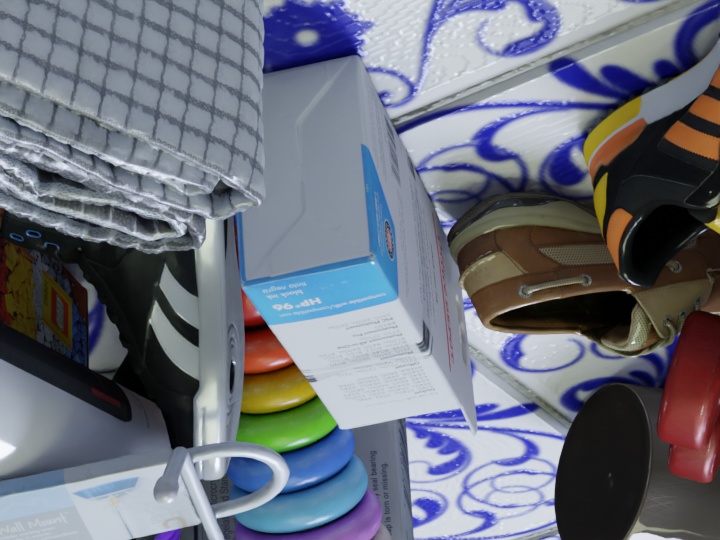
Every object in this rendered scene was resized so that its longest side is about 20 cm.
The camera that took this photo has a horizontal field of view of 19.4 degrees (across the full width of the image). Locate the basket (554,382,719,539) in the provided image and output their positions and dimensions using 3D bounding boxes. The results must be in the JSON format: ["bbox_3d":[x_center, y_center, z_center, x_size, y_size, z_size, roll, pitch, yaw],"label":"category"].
[{"bbox_3d":[0.233,0.145,1.308,0.199,0.136,0.180,14,141,-22],"label":"basket"}]

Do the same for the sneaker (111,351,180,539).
[{"bbox_3d":[-0.129,0.117,1.139,0.069,0.201,0.100,8,152,13],"label":"sneaker"}]

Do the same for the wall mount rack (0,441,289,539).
[{"bbox_3d":[-0.131,0.123,0.968,0.199,0.075,0.174,-12,146,1],"label":"wall mount rack"}]

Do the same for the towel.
[{"bbox_3d":[-0.131,-0.110,0.791,0.200,0.166,0.085,21,147,-36],"label":"towel"}]

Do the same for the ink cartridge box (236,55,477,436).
[{"bbox_3d":[0.000,0.000,1.038,0.068,0.116,0.200,-12,148,12],"label":"ink cartridge box"}]

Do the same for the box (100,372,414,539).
[{"bbox_3d":[-0.069,0.156,1.228,0.199,0.185,0.105,-6,151,4],"label":"box"}]

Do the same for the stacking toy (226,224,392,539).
[{"bbox_3d":[-0.044,0.071,1.100,0.085,0.085,0.201,-10,107,10],"label":"stacking toy"}]

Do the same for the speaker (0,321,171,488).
[{"bbox_3d":[-0.178,0.067,1.011,0.081,0.081,0.200,-22,146,27],"label":"speaker"}]

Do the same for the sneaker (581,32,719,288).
[{"bbox_3d":[0.184,-0.063,0.982,0.070,0.090,0.200,16,144,-31],"label":"sneaker"}]

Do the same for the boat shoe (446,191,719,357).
[{"bbox_3d":[0.141,0.011,1.115,0.199,0.074,0.076,4,149,-19],"label":"boat shoe"}]

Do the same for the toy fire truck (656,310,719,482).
[{"bbox_3d":[0.225,0.028,1.047,0.112,0.168,0.200,16,167,15],"label":"toy fire truck"}]

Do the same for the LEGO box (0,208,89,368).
[{"bbox_3d":[-0.261,0.027,1.088,0.199,0.077,0.149,-13,148,14],"label":"LEGO box"}]

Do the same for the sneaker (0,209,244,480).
[{"bbox_3d":[-0.116,0.004,1.013,0.111,0.073,0.201,1,108,5],"label":"sneaker"}]
